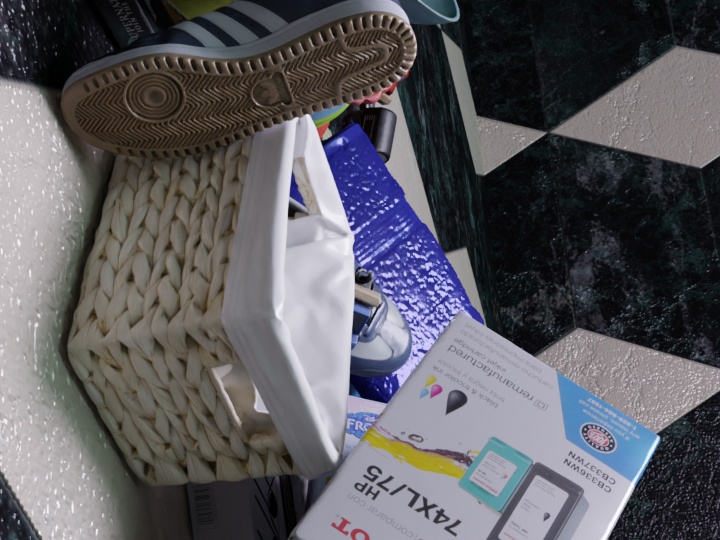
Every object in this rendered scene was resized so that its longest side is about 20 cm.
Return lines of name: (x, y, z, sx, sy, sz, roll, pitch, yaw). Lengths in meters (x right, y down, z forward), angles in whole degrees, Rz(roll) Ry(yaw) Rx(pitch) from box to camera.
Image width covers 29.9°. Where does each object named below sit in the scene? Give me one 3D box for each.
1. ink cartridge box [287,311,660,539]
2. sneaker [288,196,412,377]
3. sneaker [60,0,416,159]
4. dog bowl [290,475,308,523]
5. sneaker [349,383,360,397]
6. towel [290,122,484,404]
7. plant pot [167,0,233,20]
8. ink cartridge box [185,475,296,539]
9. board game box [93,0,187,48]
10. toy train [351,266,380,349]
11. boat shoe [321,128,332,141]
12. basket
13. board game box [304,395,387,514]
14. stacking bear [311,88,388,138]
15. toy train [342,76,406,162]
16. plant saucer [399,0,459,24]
ink cartridge box: (0.053, 0.162, 0.786, 0.200, 0.146, 0.147, -49, 166, -42)
sneaker: (-0.028, 0.006, 0.926, 0.199, 0.082, 0.071, 35, 57, -23)
sneaker: (-0.074, -0.134, 0.772, 0.070, 0.198, 0.109, 77, -1, -46)
dog bowl: (0.034, 0.178, 0.989, 0.201, 0.198, 0.059, -88, -178, -47)
sneaker: (-0.027, 0.088, 1.065, 0.200, 0.066, 0.079, 41, 33, -51)
towel: (0.000, 0.000, 1.037, 0.147, 0.049, 0.201, -38, 97, -42)
plant pot: (-0.033, -0.269, 0.832, 0.187, 0.199, 0.188, 41, 38, -43)
ink cartridge box: (-0.071, 0.189, 0.871, 0.094, 0.044, 0.202, 16, 65, -76)
board game box: (-0.135, -0.182, 0.903, 0.200, 0.028, 0.136, 66, 19, -54)
toy train: (-0.036, 0.072, 0.922, 0.046, 0.034, 0.201, -79, -166, -49)
boat shoe: (-0.035, -0.067, 1.146, 0.076, 0.072, 0.200, 46, 23, -16)
basket: (-0.079, 0.011, 0.776, 0.201, 0.122, 0.136, -88, 164, -48)
board game box: (0.059, 0.188, 0.897, 0.041, 0.198, 0.201, 110, -9, -45)
stacking bear: (-0.050, -0.152, 1.046, 0.200, 0.120, 0.115, 122, -34, -76)
toy train: (0.019, -0.175, 1.128, 0.034, 0.046, 0.202, 24, 71, -52)
plant saucer: (-0.001, -0.260, 1.043, 0.200, 0.036, 0.200, 43, 21, -21)
